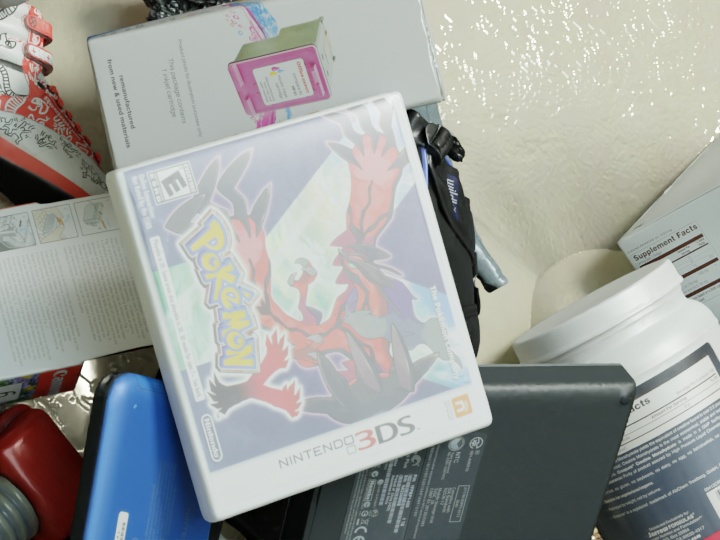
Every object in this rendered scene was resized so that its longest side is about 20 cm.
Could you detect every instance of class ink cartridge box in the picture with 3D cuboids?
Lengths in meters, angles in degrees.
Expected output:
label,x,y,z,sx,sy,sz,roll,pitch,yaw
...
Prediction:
label,x,y,z,sx,sy,sz,roll,pitch,yaw
ink cartridge box,-0.059,-0.122,1.515,0.199,0.145,0.085,-12,98,-5
ink cartridge box,-0.213,0.022,1.505,0.199,0.050,0.109,-11,70,-19

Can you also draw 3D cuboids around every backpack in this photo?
label,x,y,z,sx,sy,sz,roll,pitch,yaw
backpack,0.000,0.000,1.601,0.146,0.200,0.184,1,86,13

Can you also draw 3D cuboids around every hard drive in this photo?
label,x,y,z,sx,sy,sz,roll,pitch,yaw
hard drive,0.059,0.122,1.511,0.199,0.033,0.140,1,119,-24

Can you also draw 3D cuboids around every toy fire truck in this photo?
label,x,y,z,sx,sy,sz,roll,pitch,yaw
toy fire truck,-0.222,0.134,1.414,0.176,0.200,0.129,-42,99,-33

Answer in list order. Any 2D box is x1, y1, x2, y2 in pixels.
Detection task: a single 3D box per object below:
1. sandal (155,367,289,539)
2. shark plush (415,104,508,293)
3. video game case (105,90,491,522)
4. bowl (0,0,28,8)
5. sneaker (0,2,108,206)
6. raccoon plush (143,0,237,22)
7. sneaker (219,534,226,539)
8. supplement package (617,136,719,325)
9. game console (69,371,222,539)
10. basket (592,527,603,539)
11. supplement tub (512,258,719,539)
label,x,y,z,sx,sy,sz,roll,pitch,yaw
sandal,-0.075,0.134,1.602,0.075,0.048,0.201,-48,115,-29
shark plush,0.038,-0.076,1.706,0.091,0.083,0.201,-12,82,-34
video game case,-0.031,0.018,1.413,0.182,0.023,0.201,-17,93,-24
bowl,-0.215,-0.247,1.555,0.200,0.199,0.075,-45,143,-20
sneaker,-0.201,-0.099,1.578,0.201,0.067,0.108,32,64,-16
raccoon plush,-0.070,-0.137,1.610,0.097,0.199,0.135,18,63,-55
sneaker,-0.083,0.249,1.524,0.078,0.099,0.201,-21,87,-34
supplement package,0.325,-0.006,1.797,0.200,0.147,0.191,55,40,-6
game console,-0.145,0.161,1.444,0.170,0.118,0.201,18,79,-55
basket,0.067,0.208,1.583,0.199,0.149,0.143,-18,100,-33
supplement tub,0.203,0.109,1.717,0.140,0.140,0.201,-29,91,-34
